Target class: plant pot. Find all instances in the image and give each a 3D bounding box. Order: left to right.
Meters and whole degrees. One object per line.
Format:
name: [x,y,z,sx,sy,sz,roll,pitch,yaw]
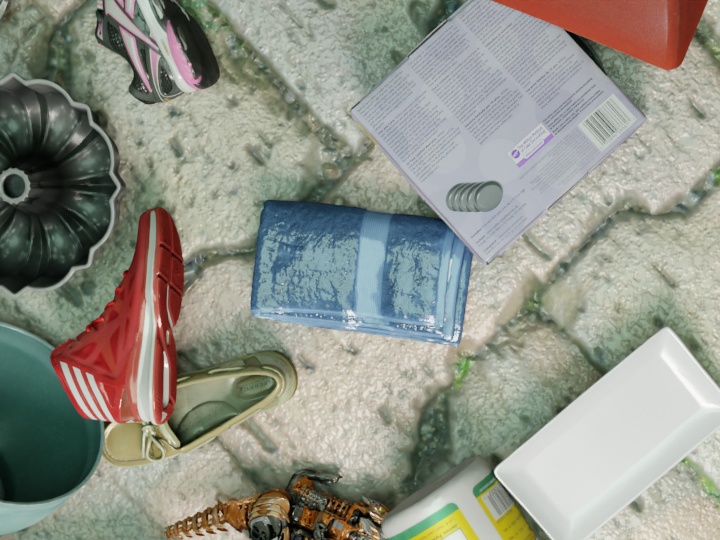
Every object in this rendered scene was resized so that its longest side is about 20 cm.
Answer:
plant pot: [-0.352,0.162,1.618,0.200,0.200,0.134,44,127,4]
plant pot: [0.211,-0.311,1.452,0.200,0.176,0.200,23,82,8]

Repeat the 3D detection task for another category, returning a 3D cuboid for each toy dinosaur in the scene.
toy dinosaur: [-0.071,0.248,1.623,0.199,0.102,0.136,-5,70,24]

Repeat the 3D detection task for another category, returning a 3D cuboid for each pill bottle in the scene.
pill bottle: [0.115,0.275,1.568,0.113,0.113,0.200,-34,88,11]

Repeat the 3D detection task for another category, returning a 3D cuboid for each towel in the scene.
towel: [0.000,0.000,1.601,0.199,0.049,0.112,8,95,10]

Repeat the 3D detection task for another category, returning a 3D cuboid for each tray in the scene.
tray: [0.223,0.148,1.567,0.200,0.022,0.107,-40,101,4]

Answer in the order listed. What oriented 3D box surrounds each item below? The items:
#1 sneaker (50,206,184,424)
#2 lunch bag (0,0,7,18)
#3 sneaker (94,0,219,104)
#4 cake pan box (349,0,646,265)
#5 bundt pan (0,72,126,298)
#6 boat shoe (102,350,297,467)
sneaker: [-0.226,0.040,1.613,0.115,0.078,0.201,-2,71,12]
lunch bag: [-0.415,-0.292,1.642,0.200,0.076,0.160,42,98,6]
sneaker: [-0.211,-0.241,1.609,0.086,0.080,0.200,-25,84,22]
cake pan box: [0.121,-0.136,1.553,0.200,0.052,0.184,-43,87,1]
bundt pan: [-0.305,-0.079,1.635,0.201,0.076,0.203,1,95,10]
boat shoe: [-0.155,0.129,1.630,0.200,0.063,0.073,-19,91,11]
